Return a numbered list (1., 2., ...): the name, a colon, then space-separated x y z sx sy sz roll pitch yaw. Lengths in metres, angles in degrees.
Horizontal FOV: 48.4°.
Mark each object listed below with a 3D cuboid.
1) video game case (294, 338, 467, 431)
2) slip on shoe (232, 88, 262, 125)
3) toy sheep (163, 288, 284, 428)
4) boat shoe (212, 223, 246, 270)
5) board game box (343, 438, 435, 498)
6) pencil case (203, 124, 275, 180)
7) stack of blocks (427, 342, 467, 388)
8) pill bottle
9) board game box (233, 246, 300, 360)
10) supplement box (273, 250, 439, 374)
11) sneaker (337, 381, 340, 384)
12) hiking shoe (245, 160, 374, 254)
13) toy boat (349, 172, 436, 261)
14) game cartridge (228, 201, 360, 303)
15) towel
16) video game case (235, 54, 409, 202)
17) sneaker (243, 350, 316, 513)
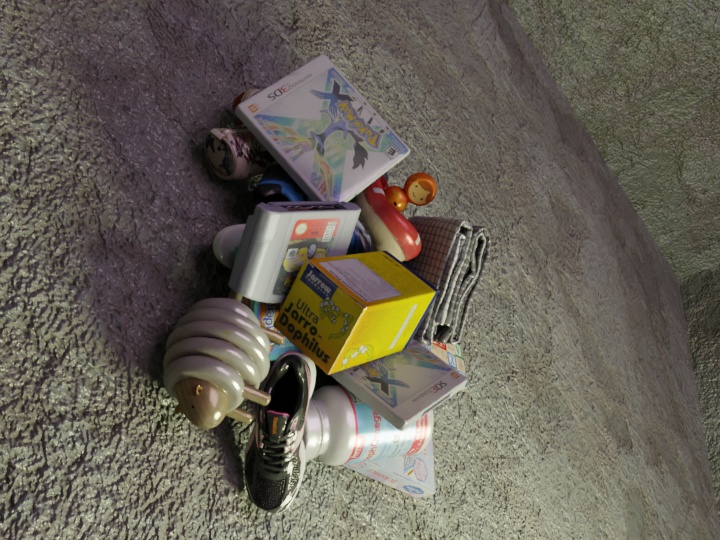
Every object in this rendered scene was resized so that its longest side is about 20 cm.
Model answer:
1. video game case: 0.031 0.129 1.139 0.200 0.022 0.182 36 29 22
2. slip on shoe: -0.138 -0.205 1.283 0.074 0.061 0.200 -49 128 -20
3. toy sheep: -0.168 0.101 0.964 0.138 0.138 0.200 46 33 -31
4. boat shoe: -0.149 -0.030 1.149 0.200 0.064 0.071 9 97 -57
5. board game box: 0.043 0.238 1.280 0.199 0.041 0.200 35 43 -39
6. pencil case: -0.134 -0.194 1.195 0.200 0.078 0.090 -22 133 -34
7. stack of blocks: 0.108 0.140 1.432 0.200 0.058 0.115 31 45 -44
8. pill bottle: -0.006 0.211 1.115 0.200 0.109 0.109 0 68 -32
9. board game box: -0.101 0.047 1.133 0.200 0.045 0.153 3 91 -57
10. supplement box: -0.002 0.051 1.089 0.109 0.110 0.200 38 23 25
11. sneaker: 0.039 0.141 1.233 0.199 0.071 0.083 15 62 -45
12. hiking shoe: -0.072 -0.069 1.161 0.200 0.074 0.087 39 50 -4
13. toy boat: 0.057 -0.109 1.244 0.131 0.130 0.200 57 14 -49
14. game cartridge: -0.082 -0.024 1.043 0.041 0.133 0.200 34 23 27
15. towel: 0.116 0.017 1.276 0.085 0.165 0.200 18 88 -30
16. video game case: -0.051 -0.201 1.164 0.200 0.022 0.182 49 58 2
17. sneaker: -0.105 0.195 0.987 0.086 0.080 0.201 82 13 -80
